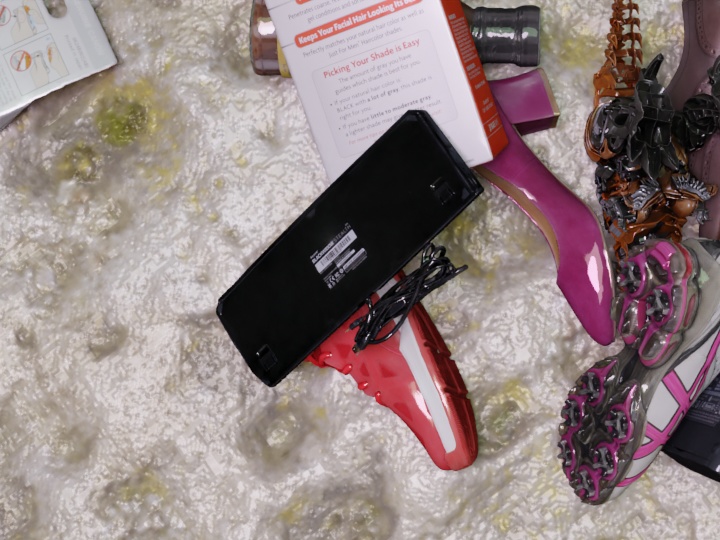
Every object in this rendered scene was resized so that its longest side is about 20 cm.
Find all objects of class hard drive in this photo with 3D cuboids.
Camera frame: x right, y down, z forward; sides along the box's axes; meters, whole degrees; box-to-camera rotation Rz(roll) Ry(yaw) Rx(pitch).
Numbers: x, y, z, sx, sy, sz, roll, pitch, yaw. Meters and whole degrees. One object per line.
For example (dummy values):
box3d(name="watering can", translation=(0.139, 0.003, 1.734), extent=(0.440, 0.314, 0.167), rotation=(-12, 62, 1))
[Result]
box3d(name="hard drive", translation=(0.265, 0.039, 0.889), extent=(0.033, 0.140, 0.201), rotation=(33, 88, -1))

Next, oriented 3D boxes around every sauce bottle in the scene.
box3d(name="sauce bottle", translation=(0.024, -0.163, 0.976), extent=(0.197, 0.065, 0.066), rotation=(1, 84, 4))

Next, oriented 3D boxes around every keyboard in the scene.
box3d(name="keyboard", translation=(0.000, 0.000, 0.904), extent=(0.200, 0.039, 0.105), rotation=(-43, 65, 22))

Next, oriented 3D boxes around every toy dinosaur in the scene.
box3d(name="toy dinosaur", translation=(0.179, -0.083, 0.916), extent=(0.101, 0.136, 0.202), rotation=(-28, 94, -19))

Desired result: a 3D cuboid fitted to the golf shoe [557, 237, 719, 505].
box3d(name="golf shoe", translation=(0.191, 0.071, 0.901), extent=(0.091, 0.073, 0.202), rotation=(0, 127, -27))

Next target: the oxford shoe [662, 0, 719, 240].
box3d(name="oxford shoe", translation=(0.241, -0.090, 0.955), extent=(0.072, 0.071, 0.203), rotation=(6, 90, 38))

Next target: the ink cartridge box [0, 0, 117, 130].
box3d(name="ink cartridge box", translation=(-0.294, -0.170, 1.023), extent=(0.198, 0.047, 0.161), rotation=(-25, 81, -7))

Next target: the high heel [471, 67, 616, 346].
box3d(name="high heel", translation=(0.105, -0.037, 0.948), extent=(0.095, 0.067, 0.202), rotation=(-16, 79, -2))

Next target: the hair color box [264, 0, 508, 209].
box3d(name="hair color box", translation=(0.009, -0.153, 0.908), extent=(0.110, 0.064, 0.202), rotation=(-17, 100, 19))

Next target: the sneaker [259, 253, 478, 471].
box3d(name="sneaker", translation=(-0.006, 0.060, 0.958), extent=(0.115, 0.078, 0.202), rotation=(-29, 70, 11))
